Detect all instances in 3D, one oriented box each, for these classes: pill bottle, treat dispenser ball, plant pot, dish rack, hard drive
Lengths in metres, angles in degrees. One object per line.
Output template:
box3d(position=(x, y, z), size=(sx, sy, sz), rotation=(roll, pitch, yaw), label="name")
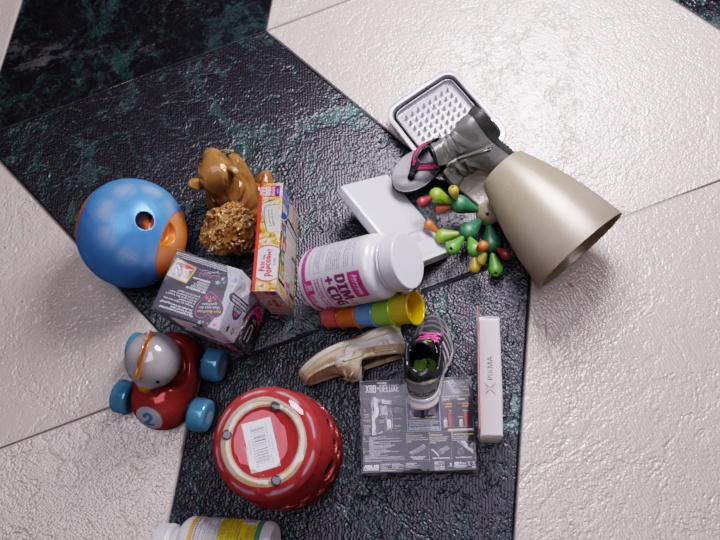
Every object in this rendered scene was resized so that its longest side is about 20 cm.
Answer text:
box3d(position=(-0.238, 0.465, 1.230), size=(0.198, 0.113, 0.114), rotation=(2, 72, 7), label="pill bottle")
box3d(position=(-0.422, -0.069, 1.384), size=(0.199, 0.201, 0.203), rotation=(-2, 71, 6), label="treat dispenser ball")
box3d(position=(-0.135, 0.292, 1.240), size=(0.199, 0.183, 0.202), rotation=(-1, 71, 4), label="plant pot")
box3d(position=(0.167, -0.278, 1.463), size=(0.171, 0.044, 0.201), rotation=(-34, 71, -4), label="dish rack")
box3d(position=(0.313, -0.105, 1.304), size=(0.187, 0.187, 0.200), rotation=(-39, 74, -7), label="plant pot")
box3d(position=(0.000, 0.000, 1.274), size=(0.199, 0.113, 0.114), rotation=(-13, 67, 37), label="pill bottle")
box3d(position=(0.063, -0.089, 1.383), size=(0.131, 0.027, 0.200), rotation=(-20, 64, -43), label="hard drive")

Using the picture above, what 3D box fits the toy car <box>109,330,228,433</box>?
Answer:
box3d(position=(-0.355, 0.178, 1.294), size=(0.183, 0.200, 0.178), rotation=(10, 73, 11), label="toy car")

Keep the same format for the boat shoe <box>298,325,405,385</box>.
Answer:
box3d(position=(-0.011, 0.162, 1.323), size=(0.199, 0.074, 0.070), rotation=(-25, 64, -2), label="boat shoe")

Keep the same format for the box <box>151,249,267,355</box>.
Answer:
box3d(position=(-0.255, 0.063, 1.319), size=(0.131, 0.200, 0.116), rotation=(17, 76, 12), label="box")

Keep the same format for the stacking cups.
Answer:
box3d(position=(0.013, 0.074, 1.312), size=(0.199, 0.060, 0.061), rotation=(-8, 68, 34), label="stacking cups")

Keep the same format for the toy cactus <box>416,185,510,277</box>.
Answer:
box3d(position=(0.211, -0.090, 1.366), size=(0.200, 0.102, 0.165), rotation=(45, 64, 9), label="toy cactus")

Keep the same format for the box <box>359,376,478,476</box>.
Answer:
box3d(position=(0.097, 0.268, 1.286), size=(0.198, 0.050, 0.159), rotation=(-4, 71, 6), label="box")

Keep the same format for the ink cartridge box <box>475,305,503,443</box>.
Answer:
box3d(position=(0.213, 0.174, 1.237), size=(0.043, 0.174, 0.202), rotation=(0, 72, 7), label="ink cartridge box")

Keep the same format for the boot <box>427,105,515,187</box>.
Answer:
box3d(position=(0.215, -0.196, 1.383), size=(0.131, 0.200, 0.068), rotation=(-42, 30, 6), label="boot")

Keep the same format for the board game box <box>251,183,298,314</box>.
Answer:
box3d(position=(-0.152, -0.036, 1.366), size=(0.046, 0.152, 0.202), rotation=(-1, 71, 7), label="board game box")

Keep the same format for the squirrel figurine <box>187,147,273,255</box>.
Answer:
box3d(position=(-0.241, -0.128, 1.388), size=(0.140, 0.187, 0.202), rotation=(-11, 71, 3), label="squirrel figurine")

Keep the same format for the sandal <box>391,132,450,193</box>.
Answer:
box3d(position=(0.140, -0.217, 1.400), size=(0.199, 0.045, 0.075), rotation=(-33, 72, -4), label="sandal")

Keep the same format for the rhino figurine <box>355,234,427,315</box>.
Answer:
box3d(position=(0.052, 0.012, 1.357), size=(0.060, 0.088, 0.200), rotation=(-41, 71, -7), label="rhino figurine")

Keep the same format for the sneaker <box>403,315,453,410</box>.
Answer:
box3d(position=(0.116, 0.137, 1.276), size=(0.073, 0.088, 0.201), rotation=(4, 41, 14), label="sneaker")
